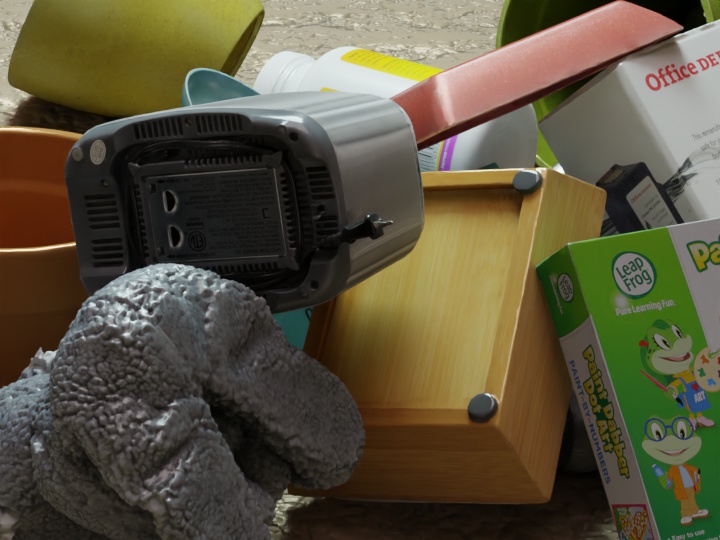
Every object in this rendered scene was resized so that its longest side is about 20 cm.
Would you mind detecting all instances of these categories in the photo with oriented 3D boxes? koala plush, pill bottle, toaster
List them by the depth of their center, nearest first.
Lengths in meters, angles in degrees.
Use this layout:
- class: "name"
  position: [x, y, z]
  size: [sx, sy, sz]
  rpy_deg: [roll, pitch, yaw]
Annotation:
- class: "koala plush"
  position: [-0.137, 0.094, 1.356]
  size: [0.200, 0.184, 0.177]
  rpy_deg: [-13, 34, 38]
- class: "toaster"
  position: [-0.051, -0.040, 1.404]
  size: [0.200, 0.114, 0.129]
  rpy_deg: [-4, 10, 28]
- class: "pill bottle"
  position: [0.021, -0.103, 1.882]
  size: [0.200, 0.104, 0.104]
  rpy_deg: [18, 27, 29]

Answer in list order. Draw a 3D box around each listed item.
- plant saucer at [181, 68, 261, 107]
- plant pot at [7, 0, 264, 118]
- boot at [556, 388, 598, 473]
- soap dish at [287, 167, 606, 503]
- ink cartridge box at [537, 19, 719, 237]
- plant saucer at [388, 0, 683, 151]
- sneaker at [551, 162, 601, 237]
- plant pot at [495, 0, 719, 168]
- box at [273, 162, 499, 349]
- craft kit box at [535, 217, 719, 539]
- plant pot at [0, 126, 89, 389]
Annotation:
- class: "plant saucer"
  position: [-0.049, -0.056, 1.742]
  size: [0.200, 0.027, 0.200]
  rpy_deg: [40, 18, -16]
- class: "plant pot"
  position: [-0.160, -0.192, 2.000]
  size: [0.142, 0.200, 0.200]
  rpy_deg: [31, 27, 2]
- class: "boot"
  position: [0.129, 0.072, 1.562]
  size: [0.132, 0.070, 0.200]
  rpy_deg: [2, 27, -22]
- class: "soap dish"
  position: [0.044, 0.032, 1.463]
  size: [0.157, 0.081, 0.200]
  rpy_deg: [-1, 59, 24]
- class: "ink cartridge box"
  position: [0.225, -0.046, 1.658]
  size: [0.145, 0.200, 0.084]
  rpy_deg: [-24, -7, -47]
- class: "plant saucer"
  position: [0.074, -0.113, 1.656]
  size: [0.200, 0.037, 0.200]
  rpy_deg: [-24, 0, -31]
- class: "sneaker"
  position: [0.164, -0.023, 1.764]
  size: [0.115, 0.081, 0.199]
  rpy_deg: [12, 18, 28]
- class: "plant pot"
  position: [0.240, -0.164, 1.970]
  size: [0.200, 0.200, 0.193]
  rpy_deg: [23, 19, 38]
- class: "box"
  position: [0.000, 0.000, 1.610]
  size: [0.200, 0.049, 0.082]
  rpy_deg: [-20, 20, 13]
- class: "craft kit box"
  position: [0.216, 0.068, 1.428]
  size: [0.200, 0.198, 0.049]
  rpy_deg: [-10, -17, -27]
- class: "plant pot"
  position: [-0.214, 0.012, 1.543]
  size: [0.200, 0.140, 0.200]
  rpy_deg: [3, 24, -1]
